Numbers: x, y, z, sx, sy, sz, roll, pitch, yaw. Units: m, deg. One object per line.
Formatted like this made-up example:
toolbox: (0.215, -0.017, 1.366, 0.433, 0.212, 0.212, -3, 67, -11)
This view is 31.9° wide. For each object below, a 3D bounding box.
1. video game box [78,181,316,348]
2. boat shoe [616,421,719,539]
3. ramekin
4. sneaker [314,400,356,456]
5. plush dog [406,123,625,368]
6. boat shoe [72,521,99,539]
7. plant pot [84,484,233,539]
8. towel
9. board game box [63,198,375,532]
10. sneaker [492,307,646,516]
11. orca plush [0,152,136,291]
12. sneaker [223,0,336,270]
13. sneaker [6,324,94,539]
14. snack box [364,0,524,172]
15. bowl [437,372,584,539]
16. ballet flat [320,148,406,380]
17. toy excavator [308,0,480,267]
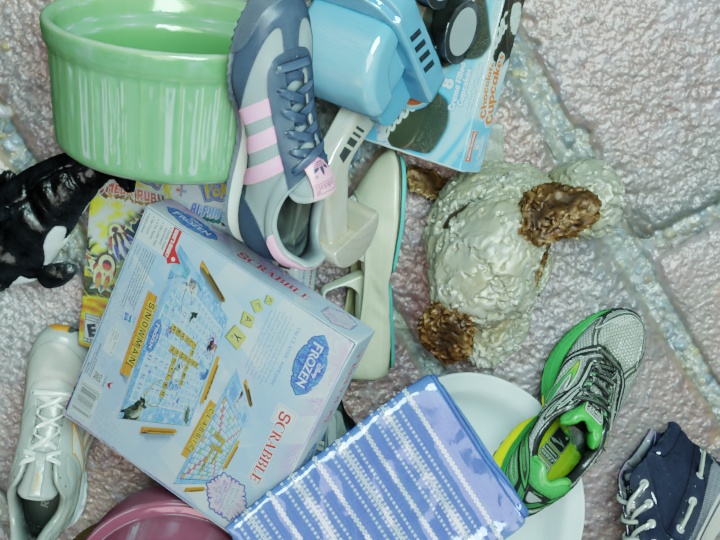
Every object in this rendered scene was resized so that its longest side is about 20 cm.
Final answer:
video game box: (-0.130, -0.006, 1.019, 0.197, 0.047, 0.185, 13, 103, 20)
boat shoe: (0.238, 0.219, 1.050, 0.093, 0.200, 0.075, 44, 145, -5)
ramekin: (-0.139, -0.139, 0.943, 0.197, 0.201, 0.099, 7, 113, 0)
sneaker: (-0.051, 0.120, 1.069, 0.076, 0.076, 0.202, -20, 102, 3)
plush dog: (0.101, -0.020, 0.976, 0.160, 0.172, 0.201, 35, 105, -7)
boat shoe: (-0.156, 0.252, 1.114, 0.197, 0.072, 0.073, -8, 104, -2)
plant pot: (-0.152, 0.291, 0.986, 0.197, 0.179, 0.203, 1, 100, 5)
towel: (0.017, 0.192, 0.956, 0.199, 0.024, 0.146, -35, 98, -11)
board game box: (-0.115, 0.081, 0.983, 0.198, 0.041, 0.202, 33, 112, 14)
sneaker: (0.184, 0.114, 1.025, 0.078, 0.085, 0.201, 38, 66, -9)
orca plush: (-0.263, -0.037, 1.008, 0.198, 0.071, 0.107, -18, 91, 28)
sneaker: (-0.044, -0.092, 0.857, 0.082, 0.070, 0.202, 33, 136, 33)
sneaker: (-0.262, 0.149, 1.075, 0.074, 0.092, 0.203, 7, 105, -1)
snack box: (0.061, -0.188, 0.965, 0.115, 0.037, 0.203, 20, 103, 31)
bowl: (0.081, 0.194, 1.058, 0.198, 0.090, 0.204, 7, 70, -21)
ballet flat: (0.000, 0.000, 1.027, 0.068, 0.070, 0.203, 3, 113, 1)
toy excavator: (-0.003, -0.126, 0.913, 0.099, 0.195, 0.201, 26, 74, 28)
